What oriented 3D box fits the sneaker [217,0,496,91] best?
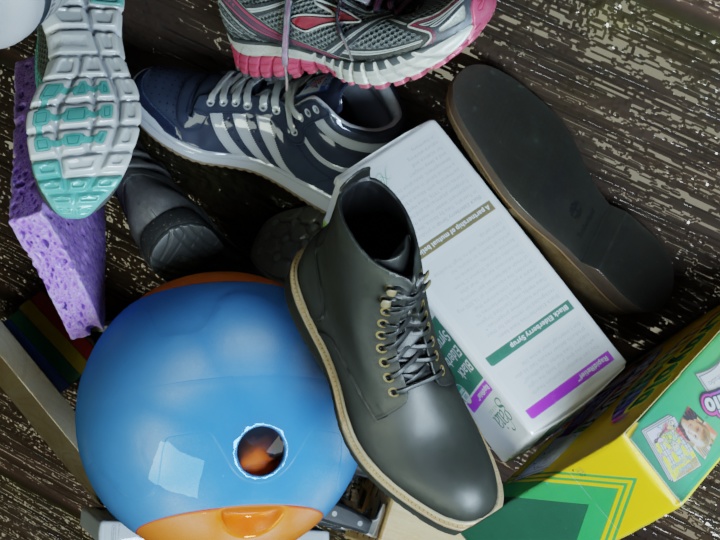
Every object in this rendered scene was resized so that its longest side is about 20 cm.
[{"bbox_3d":[-0.010,-0.160,1.005,0.200,0.081,0.075,4,128,34],"label":"sneaker"}]

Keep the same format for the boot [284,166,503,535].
[{"bbox_3d":[0.026,0.050,0.944,0.200,0.077,0.138,54,156,13],"label":"boot"}]

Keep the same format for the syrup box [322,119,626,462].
[{"bbox_3d":[0.068,0.014,1.020,0.200,0.081,0.079,54,163,11],"label":"syrup box"}]

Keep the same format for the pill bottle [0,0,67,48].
[{"bbox_3d":[-0.230,-0.210,1.024,0.120,0.200,0.120,20,137,20],"label":"pill bottle"}]

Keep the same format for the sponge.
[{"bbox_3d":[-0.216,-0.057,1.170,0.030,0.200,0.112,-17,130,5],"label":"sponge"}]

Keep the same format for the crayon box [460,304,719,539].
[{"bbox_3d":[0.177,0.099,1.017,0.058,0.200,0.173,49,139,3],"label":"crayon box"}]

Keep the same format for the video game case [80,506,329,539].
[{"bbox_3d":[-0.136,0.216,1.360,0.182,0.022,0.200,5,174,-13],"label":"video game case"}]

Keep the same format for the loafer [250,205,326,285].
[{"bbox_3d":[0.000,0.000,1.152,0.200,0.070,0.070,15,163,46],"label":"loafer"}]

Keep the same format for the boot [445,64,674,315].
[{"bbox_3d":[0.110,-0.043,1.041,0.200,0.074,0.075,49,149,-16],"label":"boot"}]

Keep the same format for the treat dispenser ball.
[{"bbox_3d":[-0.096,0.100,1.129,0.201,0.201,0.201,20,137,20],"label":"treat dispenser ball"}]

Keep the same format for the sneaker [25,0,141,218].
[{"bbox_3d":[-0.190,-0.118,1.119,0.078,0.200,0.091,3,154,-9],"label":"sneaker"}]

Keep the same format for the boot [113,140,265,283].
[{"bbox_3d":[-0.140,-0.035,1.227,0.132,0.070,0.200,52,173,27],"label":"boot"}]

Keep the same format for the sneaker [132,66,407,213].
[{"bbox_3d":[-0.060,-0.113,1.091,0.200,0.070,0.109,24,144,5],"label":"sneaker"}]

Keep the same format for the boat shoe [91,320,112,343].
[{"bbox_3d":[-0.133,0.076,1.320,0.200,0.075,0.062,8,103,21],"label":"boat shoe"}]

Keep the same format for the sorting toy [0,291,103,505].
[{"bbox_3d":[-0.247,0.104,1.382,0.199,0.070,0.200,52,164,-6],"label":"sorting toy"}]

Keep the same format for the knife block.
[{"bbox_3d":[0.040,0.189,1.245,0.200,0.064,0.176,15,171,25],"label":"knife block"}]
